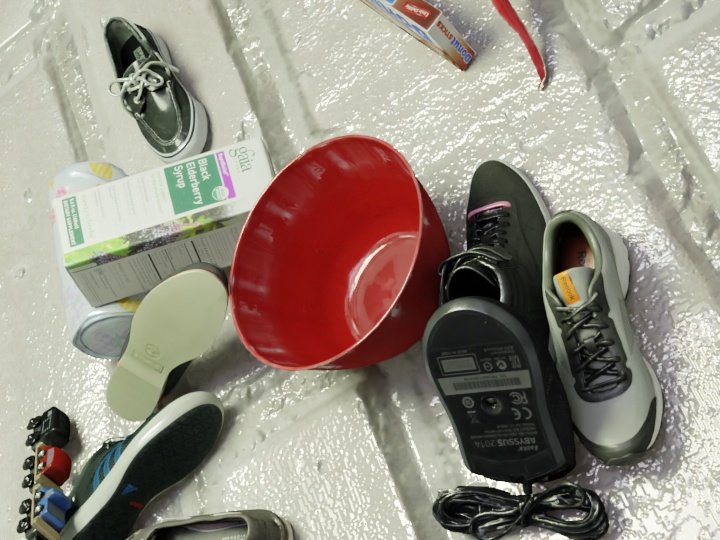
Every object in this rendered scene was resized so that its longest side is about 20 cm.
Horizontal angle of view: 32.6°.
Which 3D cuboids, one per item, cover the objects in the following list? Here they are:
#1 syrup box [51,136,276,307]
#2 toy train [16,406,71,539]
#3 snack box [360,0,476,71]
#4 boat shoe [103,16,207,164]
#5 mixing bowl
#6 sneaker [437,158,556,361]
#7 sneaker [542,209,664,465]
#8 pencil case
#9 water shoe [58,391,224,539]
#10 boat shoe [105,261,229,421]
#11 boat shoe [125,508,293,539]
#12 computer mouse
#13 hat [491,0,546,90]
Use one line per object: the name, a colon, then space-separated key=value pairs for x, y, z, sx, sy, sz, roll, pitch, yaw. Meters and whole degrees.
syrup box: x=-0.168 y=-0.044 z=1.122 sx=0.199 sy=0.082 sz=0.079 roll=-18 pitch=59 yaw=-2
toy train: x=-0.286 y=0.185 z=1.130 sx=0.046 sy=0.034 sz=0.200 roll=-37 pitch=27 yaw=7
snack box: x=0.024 y=-0.252 z=1.138 sx=0.024 sy=0.072 sz=0.200 roll=-50 pitch=52 yaw=3
boat shoe: x=-0.219 y=-0.191 z=1.274 sx=0.074 sy=0.068 sz=0.200 roll=-34 pitch=55 yaw=17
mixing bowl: x=0.000 y=0.000 z=1.013 sx=0.200 sy=0.108 sz=0.201 roll=-18 pitch=60 yaw=34
sneaker: x=0.103 y=-0.016 z=0.965 sx=0.071 sy=0.099 sz=0.201 roll=-19 pitch=60 yaw=27
sneaker: x=0.168 y=0.047 z=0.908 sx=0.074 sy=0.079 sz=0.201 roll=-20 pitch=61 yaw=23
pencil case: x=-0.253 y=-0.013 z=1.210 sx=0.091 sy=0.083 sz=0.200 roll=-28 pitch=56 yaw=13
water shoe: x=-0.209 y=0.170 z=1.108 sx=0.200 sy=0.071 sz=0.079 roll=-46 pitch=45 yaw=5
boat shoe: x=-0.166 y=0.056 z=1.092 sx=0.200 sy=0.071 sz=0.063 roll=-54 pitch=2 yaw=38
boat shoe: x=-0.152 y=0.237 z=1.048 sx=0.200 sy=0.057 sz=0.067 roll=-18 pitch=61 yaw=26
computer mouse: x=0.103 y=0.101 z=0.893 sx=0.138 sy=0.200 sz=0.053 roll=-3 pitch=24 yaw=29
hat: x=0.105 y=-0.301 z=1.035 sx=0.166 sy=0.200 sz=0.176 roll=-49 pitch=39 yaw=17
